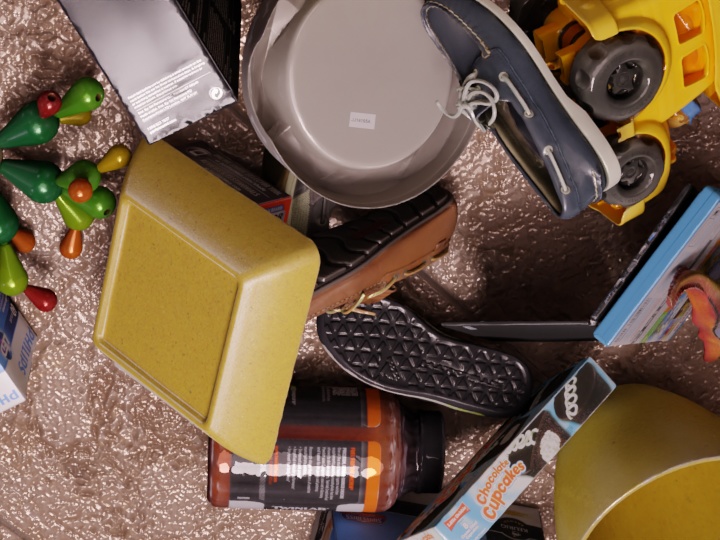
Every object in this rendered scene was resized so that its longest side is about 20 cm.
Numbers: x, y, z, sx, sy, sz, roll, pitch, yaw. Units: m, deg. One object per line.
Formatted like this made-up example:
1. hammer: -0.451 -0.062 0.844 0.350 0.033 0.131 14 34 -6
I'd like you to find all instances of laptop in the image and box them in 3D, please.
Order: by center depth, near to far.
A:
1. laptop: 0.183 -0.001 1.558 0.103 0.177 0.200 37 96 17

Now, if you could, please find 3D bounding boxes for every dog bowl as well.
1. dog bowl: -0.001 -0.150 1.472 0.199 0.059 0.201 -5 101 -27

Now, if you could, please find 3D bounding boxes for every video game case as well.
1. video game case: 0.258 -0.002 1.534 0.018 0.200 0.143 40 104 18

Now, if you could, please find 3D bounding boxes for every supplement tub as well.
1. supplement tub: -0.030 0.152 1.643 0.199 0.107 0.107 2 117 -3

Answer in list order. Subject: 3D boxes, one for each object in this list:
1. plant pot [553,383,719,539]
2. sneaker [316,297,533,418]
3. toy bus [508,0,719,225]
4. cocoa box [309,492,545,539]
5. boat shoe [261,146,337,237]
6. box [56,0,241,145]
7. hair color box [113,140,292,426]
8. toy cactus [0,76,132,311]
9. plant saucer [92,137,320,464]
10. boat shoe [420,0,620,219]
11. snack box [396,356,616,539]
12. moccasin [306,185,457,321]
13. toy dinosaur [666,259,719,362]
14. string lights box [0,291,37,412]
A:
1. plant pot: 0.242 0.179 1.637 0.199 0.142 0.201 -13 134 -13
2. sneaker: 0.049 0.078 1.621 0.199 0.083 0.072 25 83 -10
3. toy bus: 0.227 -0.164 1.490 0.191 0.136 0.201 -24 129 -13
4. cocoa box: 0.055 0.279 1.700 0.199 0.131 0.134 11 116 -9
5. boat shoe: -0.042 -0.071 1.553 0.066 0.072 0.202 2 115 -19
6. box: -0.152 -0.201 1.401 0.079 0.200 0.141 -24 116 10
7. hair color box: -0.129 0.011 1.559 0.064 0.111 0.201 -15 127 -45
8. toy cactus: -0.275 -0.071 1.533 0.164 0.102 0.200 23 123 -4
9. plant saucer: -0.134 0.027 1.491 0.200 0.048 0.201 33 123 31
10. boat shoe: 0.106 -0.124 1.424 0.062 0.075 0.200 -37 86 -21
11. snack box: 0.117 0.161 1.596 0.037 0.116 0.200 45 67 0
12. moccasin: -0.001 0.000 1.539 0.073 0.201 0.078 19 127 34
13. toy dinosaur: 0.287 0.023 1.566 0.199 0.105 0.182 -2 151 -21
14. string lights box: -0.339 0.015 1.558 0.059 0.103 0.200 -25 115 9
